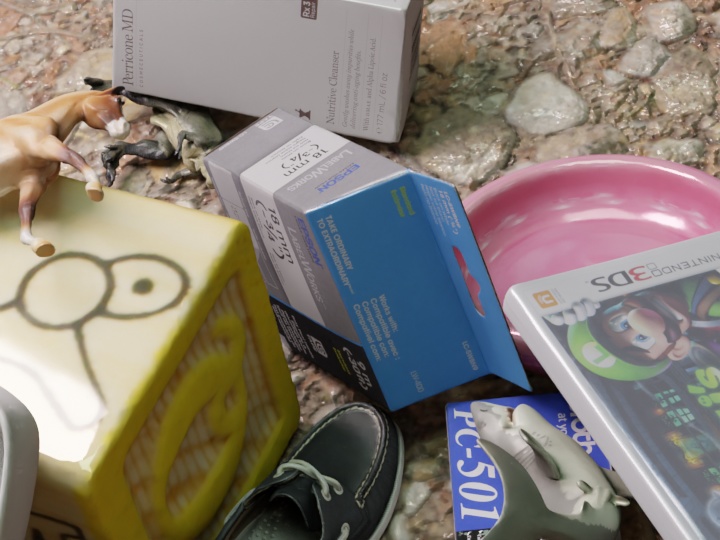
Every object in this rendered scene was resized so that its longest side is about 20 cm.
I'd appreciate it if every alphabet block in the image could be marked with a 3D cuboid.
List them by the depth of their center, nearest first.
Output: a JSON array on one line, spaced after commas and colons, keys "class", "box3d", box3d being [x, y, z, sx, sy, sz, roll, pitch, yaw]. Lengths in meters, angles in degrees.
[{"class": "alphabet block", "box3d": [-0.174, 0.075, 1.298, 0.199, 0.197, 0.196, 15, 57, 22]}]

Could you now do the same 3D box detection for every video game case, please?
[{"class": "video game case", "box3d": [0.201, 0.062, 1.227, 0.181, 0.023, 0.200, -14, 51, -26]}]

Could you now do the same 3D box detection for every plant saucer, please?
[{"class": "plant saucer", "box3d": [0.143, 0.003, 1.366, 0.199, 0.051, 0.201, -6, 34, 4]}]

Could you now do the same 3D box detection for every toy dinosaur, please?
[{"class": "toy dinosaur", "box3d": [-0.138, -0.104, 1.539, 0.088, 0.048, 0.200, -12, 45, -13]}]

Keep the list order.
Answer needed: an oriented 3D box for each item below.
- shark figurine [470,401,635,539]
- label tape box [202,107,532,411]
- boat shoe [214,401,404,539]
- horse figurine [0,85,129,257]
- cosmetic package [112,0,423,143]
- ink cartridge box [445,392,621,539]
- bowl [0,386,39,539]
[{"class": "shark figurine", "box3d": [0.098, 0.140, 1.195, 0.128, 0.214, 0.090, 31, 100, 0]}, {"class": "label tape box", "box3d": [0.000, 0.000, 1.317, 0.063, 0.145, 0.200, -33, 29, -18]}, {"class": "boat shoe", "box3d": [-0.040, 0.146, 1.301, 0.074, 0.060, 0.200, 23, 59, 27]}, {"class": "horse figurine", "box3d": [-0.215, -0.041, 1.238, 0.199, 0.050, 0.133, -23, 38, 0]}, {"class": "cosmetic package", "box3d": [-0.061, -0.166, 1.504, 0.199, 0.113, 0.081, 9, 40, 8]}, {"class": "ink cartridge box", "box3d": [0.100, 0.162, 1.271, 0.093, 0.044, 0.201, -6, 50, 4]}, {"class": "bowl", "box3d": [-0.254, 0.124, 1.157, 0.199, 0.075, 0.201, 18, 101, 20]}]
